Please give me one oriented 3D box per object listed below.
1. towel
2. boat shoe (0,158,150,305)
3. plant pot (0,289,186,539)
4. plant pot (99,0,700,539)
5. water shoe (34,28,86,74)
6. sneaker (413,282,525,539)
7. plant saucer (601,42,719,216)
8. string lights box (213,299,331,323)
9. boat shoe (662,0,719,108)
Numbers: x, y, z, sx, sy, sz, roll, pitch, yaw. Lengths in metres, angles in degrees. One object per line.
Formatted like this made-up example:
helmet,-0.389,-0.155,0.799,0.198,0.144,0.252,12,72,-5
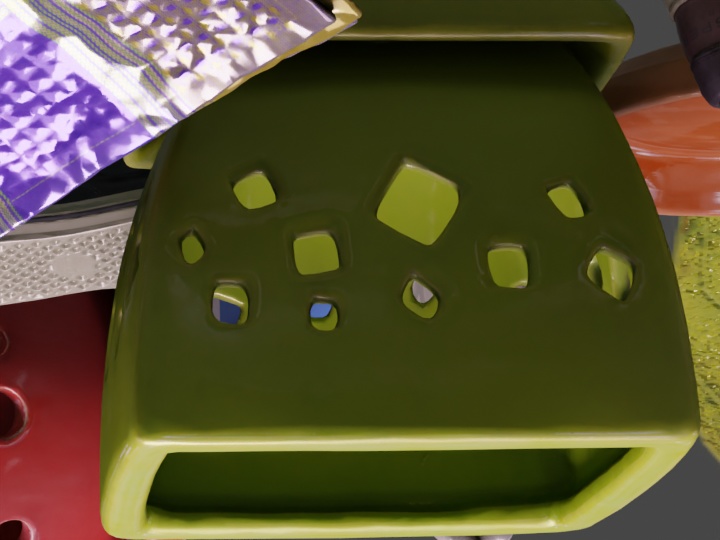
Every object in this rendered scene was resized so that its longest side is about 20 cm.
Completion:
towel,-0.116,-0.073,0.926,0.200,0.023,0.144,-28,135,26
boat shoe,-0.093,-0.028,1.206,0.200,0.062,0.075,-5,147,-3
plant pot,-0.178,0.074,1.322,0.182,0.201,0.200,-1,166,-23
plant pot,0.004,-0.005,1.075,0.200,0.182,0.199,-1,166,-9
water shoe,-0.164,-0.090,0.975,0.200,0.072,0.079,-8,144,5
sneaker,0.047,0.027,1.220,0.075,0.200,0.081,-5,-155,-10
plant saucer,0.171,-0.062,1.196,0.200,0.032,0.200,-2,166,-1
string lights box,0.000,0.000,1.347,0.103,0.059,0.200,2,165,-14
boat shoe,0.199,-0.080,1.059,0.200,0.065,0.072,4,163,-28
